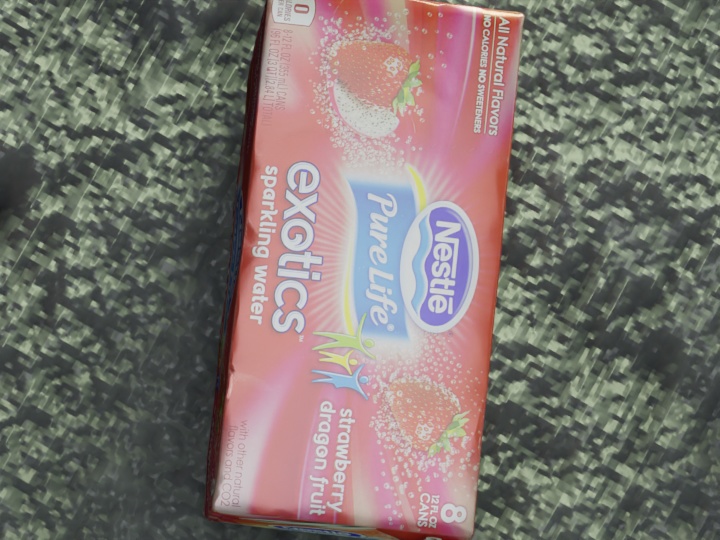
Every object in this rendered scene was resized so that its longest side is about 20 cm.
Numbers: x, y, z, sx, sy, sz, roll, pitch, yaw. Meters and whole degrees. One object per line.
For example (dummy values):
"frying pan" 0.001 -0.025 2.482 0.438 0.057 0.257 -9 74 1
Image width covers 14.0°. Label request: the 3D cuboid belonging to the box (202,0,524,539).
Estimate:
"box" 0.000 0.000 1.109 0.099 0.095 0.201 7 83 -5
